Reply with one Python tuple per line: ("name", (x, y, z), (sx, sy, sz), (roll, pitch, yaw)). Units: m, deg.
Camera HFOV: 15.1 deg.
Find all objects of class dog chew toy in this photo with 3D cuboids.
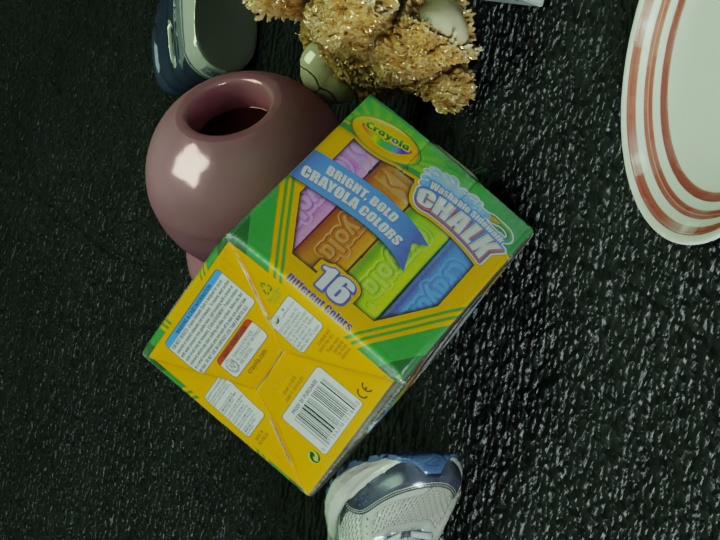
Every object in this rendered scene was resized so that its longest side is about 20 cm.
("dog chew toy", (-0.057, -0.023, 1.653), (0.125, 0.124, 0.200), (-108, 2, -50))

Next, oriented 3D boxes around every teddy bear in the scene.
("teddy bear", (0.002, -0.134, 1.584), (0.200, 0.145, 0.067), (8, 78, 62))

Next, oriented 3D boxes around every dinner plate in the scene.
("dinner plate", (0.181, -0.108, 1.294), (0.200, 0.024, 0.200), (-43, 41, 53))

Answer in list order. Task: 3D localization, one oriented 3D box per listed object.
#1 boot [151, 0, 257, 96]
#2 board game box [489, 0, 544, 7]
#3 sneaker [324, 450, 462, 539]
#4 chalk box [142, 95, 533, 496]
("boot", (-0.118, -0.230, 1.998), (0.090, 0.073, 0.200), (-18, 63, 58))
("board game box", (0.011, -0.207, 1.586), (0.200, 0.147, 0.064), (24, 99, 67))
("sneaker", (0.014, 0.172, 1.510), (0.200, 0.077, 0.085), (117, 144, -49))
("chalk box", (0.000, 0.000, 1.488), (0.200, 0.124, 0.125), (-47, -4, -45))
